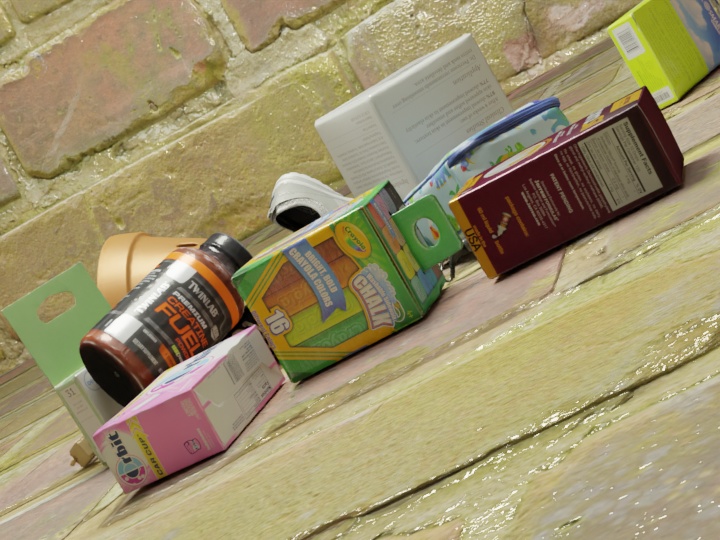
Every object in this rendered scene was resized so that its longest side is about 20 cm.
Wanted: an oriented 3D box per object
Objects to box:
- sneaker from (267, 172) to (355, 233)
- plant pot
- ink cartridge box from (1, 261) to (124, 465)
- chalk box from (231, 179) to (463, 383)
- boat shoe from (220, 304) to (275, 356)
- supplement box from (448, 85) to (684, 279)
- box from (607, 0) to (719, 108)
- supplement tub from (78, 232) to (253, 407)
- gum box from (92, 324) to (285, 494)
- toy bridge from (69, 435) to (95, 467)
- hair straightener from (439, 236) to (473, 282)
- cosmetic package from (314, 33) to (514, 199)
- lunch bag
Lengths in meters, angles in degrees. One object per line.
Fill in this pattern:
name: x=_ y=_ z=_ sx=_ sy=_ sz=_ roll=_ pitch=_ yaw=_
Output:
sneaker: x=-0.016 y=-0.043 z=1.832 sx=0.082 sy=0.199 sz=0.075 roll=-63 pitch=-12 yaw=-54
plant pot: x=-0.240 y=0.039 z=2.080 sx=0.139 sy=0.201 sz=0.200 roll=-12 pitch=11 yaw=13
ink cartridge box: x=-0.280 y=0.093 z=1.734 sx=0.048 sy=0.201 sz=0.145 roll=-28 pitch=7 yaw=36
chalk box: x=0.000 y=0.000 z=1.548 sx=0.199 sy=0.125 sz=0.124 roll=-29 pitch=6 yaw=20
boat shoe: x=-0.096 y=0.061 z=1.728 sx=0.200 sy=0.075 sz=0.093 roll=-43 pitch=3 yaw=38
supplement box: x=0.194 y=-0.082 z=1.480 sx=0.199 sy=0.086 sz=0.110 roll=-28 pitch=7 yaw=19
box: x=0.395 y=-0.292 z=1.995 sx=0.048 sy=0.122 sz=0.200 roll=-26 pitch=8 yaw=43
supplement tub: x=-0.196 y=0.048 z=1.682 sx=0.200 sy=0.107 sz=0.107 roll=-47 pitch=14 yaw=-28
gum box: x=-0.158 y=0.128 z=1.521 sx=0.113 sy=0.066 sz=0.200 roll=-26 pitch=8 yaw=21
toy bridge: x=-0.263 y=0.162 z=1.833 sx=0.200 sy=0.027 sz=0.067 roll=-42 pitch=-4 yaw=-36
hair straightener: x=0.161 y=-0.047 z=1.628 sx=0.200 sy=0.041 sz=0.077 roll=-37 pitch=-7 yaw=-9
cosmetic package: x=0.084 y=-0.143 z=1.901 sx=0.167 sy=0.201 sz=0.166 roll=-33 pitch=8 yaw=-25
lunch bag: x=0.140 y=-0.097 z=1.688 sx=0.160 sy=0.083 sz=0.200 roll=-29 pitch=-9 yaw=-28
